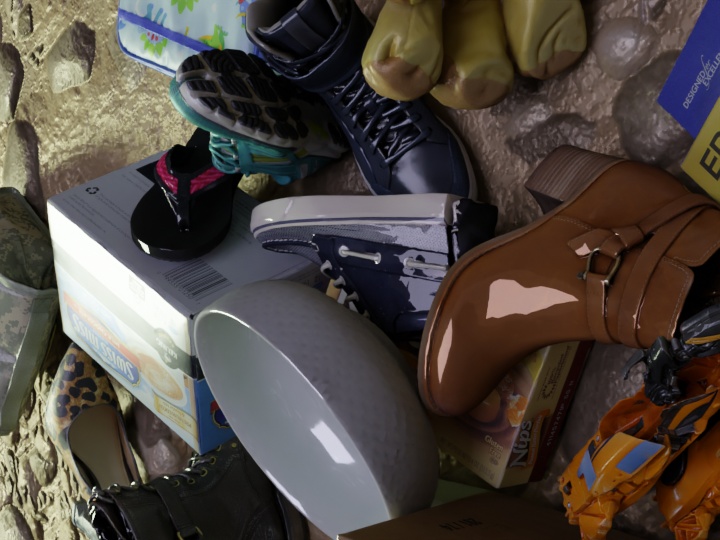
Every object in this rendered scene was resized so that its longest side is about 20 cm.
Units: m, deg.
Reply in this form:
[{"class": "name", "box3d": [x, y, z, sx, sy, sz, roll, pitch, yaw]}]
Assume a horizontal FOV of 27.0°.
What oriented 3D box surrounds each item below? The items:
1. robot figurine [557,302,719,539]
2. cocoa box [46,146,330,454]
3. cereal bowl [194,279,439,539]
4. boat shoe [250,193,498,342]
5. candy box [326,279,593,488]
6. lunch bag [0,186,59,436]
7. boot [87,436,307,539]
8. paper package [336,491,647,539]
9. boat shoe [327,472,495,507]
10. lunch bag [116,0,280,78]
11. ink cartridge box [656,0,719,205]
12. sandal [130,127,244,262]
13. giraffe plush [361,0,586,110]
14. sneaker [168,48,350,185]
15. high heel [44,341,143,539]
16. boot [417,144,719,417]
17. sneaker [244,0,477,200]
[{"class": "robot figurine", "box3d": [0.205, 0.088, 0.851, 0.200, 0.144, 0.059, 124, 147, -44]}, {"class": "cocoa box", "box3d": [-0.132, 0.018, 1.157, 0.199, 0.133, 0.132, 35, 137, 37]}, {"class": "cereal bowl", "box3d": [-0.018, 0.086, 0.992, 0.200, 0.083, 0.201, 42, 155, 24]}, {"class": "boat shoe", "box3d": [0.000, 0.000, 1.013, 0.199, 0.074, 0.094, -1, 82, 42]}, {"class": "candy box", "box3d": [0.058, 0.050, 1.047, 0.199, 0.055, 0.116, 33, 112, 39]}, {"class": "lunch bag", "box3d": [-0.345, 0.036, 1.398, 0.200, 0.117, 0.165, 44, 120, 39]}, {"class": "boot", "box3d": [-0.137, 0.166, 1.162, 0.069, 0.173, 0.201, -44, 63, 36]}, {"class": "paper package", "box3d": [0.099, 0.215, 0.895, 0.189, 0.199, 0.105, 14, 99, 30]}, {"class": "boat shoe", "box3d": [0.017, 0.178, 1.086, 0.199, 0.070, 0.064, 9, 97, 42]}, {"class": "lunch bag", "box3d": [-0.109, -0.219, 1.179, 0.199, 0.082, 0.162, 30, 114, 42]}, {"class": "ink cartridge box", "box3d": [0.258, -0.107, 0.830, 0.200, 0.047, 0.199, 47, 136, 28]}, {"class": "sandal", "box3d": [-0.122, -0.077, 1.132, 0.074, 0.201, 0.045, 8, 130, 11]}, {"class": "giraffe plush", "box3d": [0.052, -0.224, 0.986, 0.162, 0.171, 0.202, 45, 127, 52]}, {"class": "sneaker", "box3d": [-0.076, -0.097, 1.070, 0.079, 0.200, 0.078, -35, 68, 17]}, {"class": "high heel", "box3d": [-0.210, 0.169, 1.298, 0.142, 0.071, 0.202, 28, 127, 47]}, {"class": "boot", "box3d": [0.135, 0.026, 0.901, 0.155, 0.077, 0.201, 30, 78, 45]}, {"class": "sneaker", "box3d": [-0.003, -0.122, 1.030, 0.077, 0.146, 0.203, -37, 65, 10]}]
